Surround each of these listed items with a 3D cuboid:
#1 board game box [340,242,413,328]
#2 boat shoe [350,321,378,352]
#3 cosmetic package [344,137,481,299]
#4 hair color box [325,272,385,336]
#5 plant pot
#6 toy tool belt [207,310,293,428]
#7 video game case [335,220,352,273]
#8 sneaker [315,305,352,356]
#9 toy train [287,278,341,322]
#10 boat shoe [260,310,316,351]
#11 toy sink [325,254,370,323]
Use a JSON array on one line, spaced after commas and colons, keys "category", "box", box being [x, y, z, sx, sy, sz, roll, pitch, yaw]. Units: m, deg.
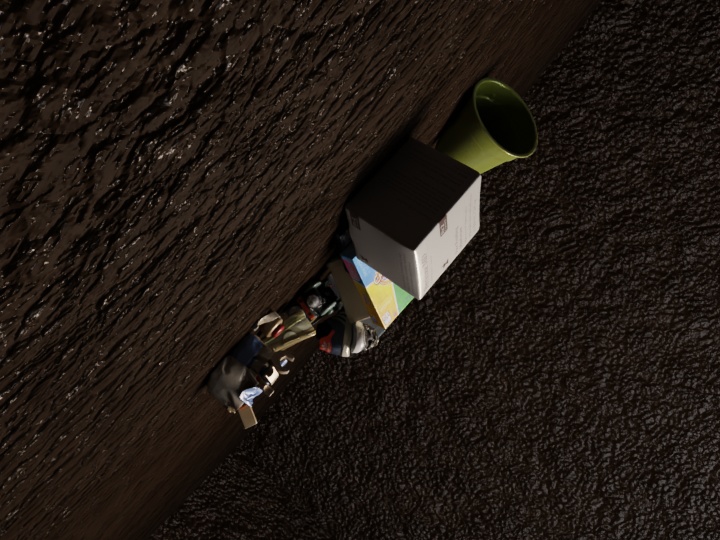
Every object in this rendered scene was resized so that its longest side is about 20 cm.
[{"category": "board game box", "box": [0.053, -0.003, 1.356, 0.153, 0.040, 0.202, -45, 131, -23]}, {"category": "boat shoe", "box": [0.011, 0.156, 1.520, 0.200, 0.065, 0.072, 135, -38, -86]}, {"category": "cosmetic package", "box": [0.100, -0.096, 1.193, 0.200, 0.164, 0.166, -48, 152, -20]}, {"category": "hair color box", "box": [-0.003, 0.077, 1.677, 0.061, 0.200, 0.099, -49, 176, 37]}, {"category": "plant pot", "box": [0.276, -0.305, 1.517, 0.200, 0.201, 0.189, -45, -174, -40]}, {"category": "toy tool belt", "box": [-0.191, 0.190, 1.245, 0.200, 0.123, 0.125, -48, 176, -19]}, {"category": "video game case", "box": [0.027, -0.103, 1.343, 0.201, 0.019, 0.144, -49, 155, -19]}, {"category": "sneaker", "box": [-0.061, 0.131, 1.533, 0.201, 0.083, 0.077, -89, -173, -71]}, {"category": "toy train", "box": [-0.107, 0.081, 1.490, 0.113, 0.086, 0.200, -40, 177, 7]}, {"category": "boat shoe", "box": [-0.186, 0.169, 1.374, 0.200, 0.064, 0.073, -39, 173, 0]}, {"category": "toy sink", "box": [0.000, 0.000, 1.492, 0.110, 0.204, 0.130, -18, -175, 18]}]
